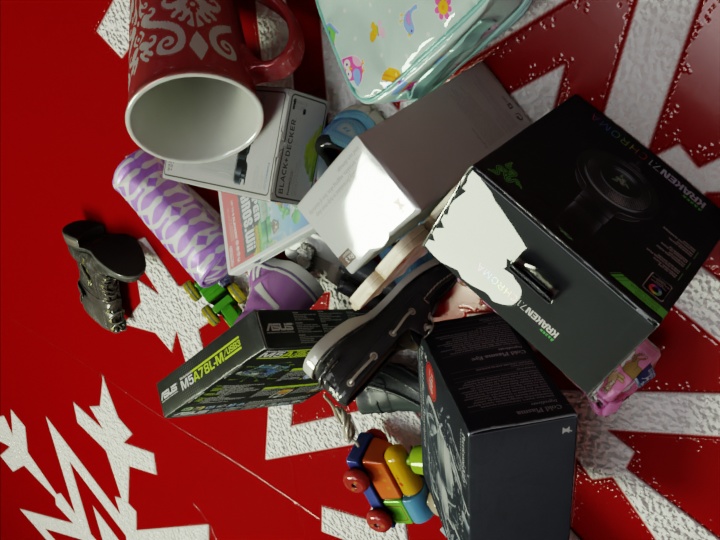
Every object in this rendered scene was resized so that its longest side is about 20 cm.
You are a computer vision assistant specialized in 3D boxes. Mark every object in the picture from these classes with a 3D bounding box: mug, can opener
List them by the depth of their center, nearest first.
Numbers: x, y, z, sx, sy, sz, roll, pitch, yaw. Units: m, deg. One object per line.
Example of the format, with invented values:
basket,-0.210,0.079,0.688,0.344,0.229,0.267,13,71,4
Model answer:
mug,-0.156,-0.231,0.835,0.134,0.175,0.202,112,150,-57
can opener,0.000,0.000,0.922,0.198,0.066,0.053,30,129,14

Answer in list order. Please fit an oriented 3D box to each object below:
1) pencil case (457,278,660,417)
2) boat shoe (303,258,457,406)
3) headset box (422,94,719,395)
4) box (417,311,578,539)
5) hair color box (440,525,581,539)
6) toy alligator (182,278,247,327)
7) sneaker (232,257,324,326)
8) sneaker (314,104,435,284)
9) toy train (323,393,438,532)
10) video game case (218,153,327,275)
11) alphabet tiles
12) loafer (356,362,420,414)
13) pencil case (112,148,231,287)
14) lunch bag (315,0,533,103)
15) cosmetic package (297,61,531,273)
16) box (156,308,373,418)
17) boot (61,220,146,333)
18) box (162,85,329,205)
pencil case,0.180,0.040,0.757,0.200,0.086,0.083,45,100,13
boat shoe,0.035,0.056,0.796,0.060,0.199,0.074,43,147,20
headset box,0.171,-0.027,0.647,0.174,0.199,0.093,43,136,13
box,0.128,0.176,0.809,0.183,0.102,0.203,-114,18,-62
hair color box,0.195,0.325,0.910,0.200,0.099,0.061,46,135,10
toy alligator,-0.180,0.052,1.114,0.201,0.059,0.054,52,178,2
sneaker,-0.120,0.044,0.965,0.073,0.115,0.200,41,169,-12
sneaker,0.007,-0.065,0.848,0.078,0.090,0.202,-17,105,45
toy train,0.040,0.227,0.988,0.114,0.085,0.202,-10,119,32
video game case,-0.104,-0.091,0.938,0.199,0.017,0.145,-25,70,46
alphabet tiles,0.068,-0.037,0.731,0.015,0.200,0.196,46,135,5
loafer,0.024,0.142,0.962,0.199,0.071,0.068,21,160,33
pencil case,-0.232,-0.071,1.056,0.200,0.085,0.084,47,160,6
lunch bag,0.049,-0.241,0.697,0.199,0.076,0.162,-33,78,48
cosmetic package,0.051,-0.093,0.713,0.081,0.199,0.113,51,136,3
box,-0.086,0.099,0.874,0.193,0.198,0.048,-38,63,37
boot,-0.390,0.025,1.275,0.199,0.069,0.176,28,133,36
box,-0.131,-0.142,0.898,0.198,0.060,0.119,14,95,42
